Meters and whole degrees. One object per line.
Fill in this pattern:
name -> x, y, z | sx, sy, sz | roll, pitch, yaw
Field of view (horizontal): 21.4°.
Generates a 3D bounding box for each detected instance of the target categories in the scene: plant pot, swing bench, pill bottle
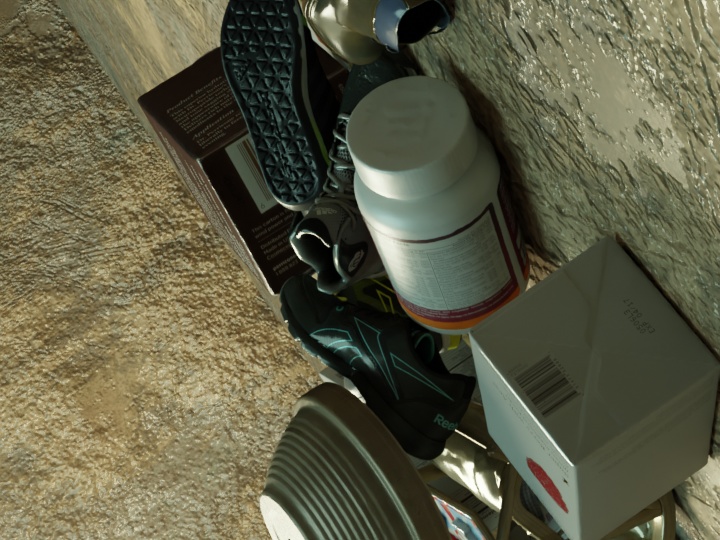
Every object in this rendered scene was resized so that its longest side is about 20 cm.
plant pot -> -0.015, 0.196, 1.500 | 0.201, 0.093, 0.201 | 49, 159, 27
swing bench -> 0.131, 0.169, 1.585 | 0.199, 0.200, 0.130 | 27, 113, 56
pill bottle -> 0.057, -0.048, 1.425 | 0.110, 0.110, 0.200 | 50, 170, 38

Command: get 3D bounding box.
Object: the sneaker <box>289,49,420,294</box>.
sneaker -> -0.005, -0.070, 1.478 | 0.075, 0.115, 0.200 | 17, 119, 27

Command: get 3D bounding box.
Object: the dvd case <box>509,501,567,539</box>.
dvd case -> 0.211, 0.275, 1.686 | 0.150, 0.025, 0.200 | -54, 50, 41

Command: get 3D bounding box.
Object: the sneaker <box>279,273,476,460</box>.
sneaker -> 0.016, 0.061, 1.517 | 0.200, 0.079, 0.075 | 45, -162, 27

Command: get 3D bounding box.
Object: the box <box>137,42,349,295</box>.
box -> -0.080, -0.113, 1.799 | 0.164, 0.166, 0.200 | 61, 172, -30

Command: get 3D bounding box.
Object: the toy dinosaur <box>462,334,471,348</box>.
toy dinosaur -> 0.084, 0.036, 1.788 | 0.200, 0.060, 0.106 | 59, 171, -17

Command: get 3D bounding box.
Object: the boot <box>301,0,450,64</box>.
boot -> 0.012, -0.174, 1.325 | 0.097, 0.075, 0.200 | 57, 171, 21

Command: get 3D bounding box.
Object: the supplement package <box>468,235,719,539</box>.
supplement package -> 0.161, 0.090, 1.309 | 0.121, 0.120, 0.200 | 52, 171, 24

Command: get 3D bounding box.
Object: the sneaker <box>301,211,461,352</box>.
sneaker -> 0.000, 0.000, 1.594 | 0.200, 0.085, 0.074 | 50, 155, 7

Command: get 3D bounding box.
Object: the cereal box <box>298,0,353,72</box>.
cereal box -> -0.059, -0.265, 1.517 | 0.144, 0.040, 0.200 | 47, 168, 50

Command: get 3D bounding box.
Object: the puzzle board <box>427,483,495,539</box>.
puzzle board -> 0.099, 0.267, 1.779 | 0.151, 0.017, 0.200 | 23, 151, 51

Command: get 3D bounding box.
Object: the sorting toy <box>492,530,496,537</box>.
sorting toy -> 0.155, 0.378, 1.877 | 0.199, 0.200, 0.070 | 19, 155, 30

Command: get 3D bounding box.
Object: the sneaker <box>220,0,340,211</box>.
sneaker -> -0.058, -0.144, 1.547 | 0.083, 0.072, 0.200 | -34, -63, -63

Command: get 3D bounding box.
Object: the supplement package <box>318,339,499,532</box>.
supplement package -> 0.085, 0.152, 1.912 | 0.200, 0.151, 0.152 | 57, 171, -11

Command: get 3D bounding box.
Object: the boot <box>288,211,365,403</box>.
boot -> -0.017, 0.012, 1.671 | 0.132, 0.070, 0.200 | 43, -146, -33
